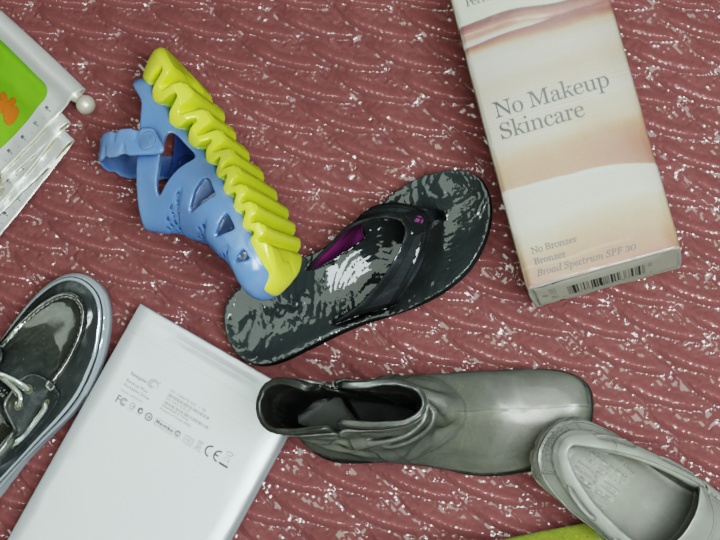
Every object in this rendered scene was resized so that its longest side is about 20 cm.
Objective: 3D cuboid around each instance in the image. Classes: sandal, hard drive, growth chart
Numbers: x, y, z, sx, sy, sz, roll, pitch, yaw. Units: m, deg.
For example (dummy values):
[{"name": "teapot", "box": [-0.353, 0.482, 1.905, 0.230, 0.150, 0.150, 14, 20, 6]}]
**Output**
[{"name": "sandal", "box": [-0.109, -0.052, 1.058, 0.087, 0.079, 0.200, -38, 59, 6]}, {"name": "hard drive", "box": [-0.139, 0.142, 1.060, 0.131, 0.027, 0.201, 28, 86, 13]}, {"name": "sandal", "box": [0.000, 0.001, 1.048, 0.200, 0.048, 0.076, -31, 76, 5]}, {"name": "growth chart", "box": [-0.282, -0.083, 1.129, 0.144, 0.018, 0.201, 33, 87, 14]}]

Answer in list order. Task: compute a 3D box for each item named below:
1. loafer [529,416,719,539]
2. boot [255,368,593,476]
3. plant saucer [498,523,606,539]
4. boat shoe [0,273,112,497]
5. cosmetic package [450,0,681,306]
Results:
[{"name": "loafer", "box": [0.191, 0.157, 0.961, 0.199, 0.070, 0.070, 31, 86, -4]}, {"name": "boot", "box": [0.043, 0.092, 0.983, 0.198, 0.131, 0.068, -5, 79, 9]}, {"name": "plant saucer", "box": [0.083, 0.264, 0.945, 0.199, 0.048, 0.201, -8, 83, -16]}, {"name": "boat shoe", "box": [-0.235, 0.089, 1.063, 0.072, 0.071, 0.201, 31, 86, 13]}, {"name": "cosmetic package", "box": [0.131, -0.089, 1.020, 0.103, 0.087, 0.201, -17, 78, 8]}]
